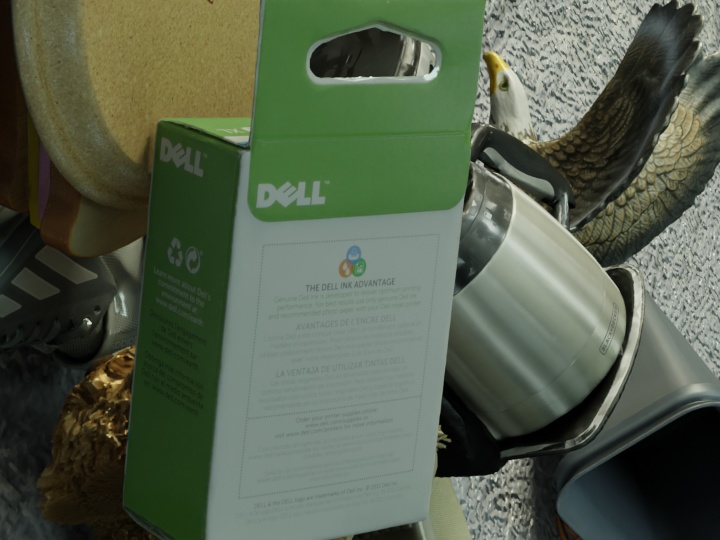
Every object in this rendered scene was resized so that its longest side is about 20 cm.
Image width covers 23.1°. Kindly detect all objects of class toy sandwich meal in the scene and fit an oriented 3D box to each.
[{"bbox_3d":[-0.084,-0.111,0.643,0.205,0.070,0.207,-43,140,-52],"label":"toy sandwich meal"}]

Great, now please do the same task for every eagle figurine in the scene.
[{"bbox_3d":[0.108,-0.052,0.931,0.152,0.198,0.152,-84,153,-54],"label":"eagle figurine"}]

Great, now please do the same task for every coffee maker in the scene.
[{"bbox_3d":[0.000,0.000,0.798,0.200,0.191,0.135,45,28,-31],"label":"coffee maker"}]

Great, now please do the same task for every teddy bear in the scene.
[{"bbox_3d":[-0.050,0.076,0.741,0.199,0.145,0.067,8,51,-35],"label":"teddy bear"}]

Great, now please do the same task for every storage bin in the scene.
[{"bbox_3d":[0.185,0.113,1.117,0.200,0.145,0.135,45,19,-40],"label":"storage bin"}]

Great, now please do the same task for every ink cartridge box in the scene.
[{"bbox_3d":[-0.020,-0.004,0.634,0.103,0.059,0.202,-5,107,-38],"label":"ink cartridge box"}]

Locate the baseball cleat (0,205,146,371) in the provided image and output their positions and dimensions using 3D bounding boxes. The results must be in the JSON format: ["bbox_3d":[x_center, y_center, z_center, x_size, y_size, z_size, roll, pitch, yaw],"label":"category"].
[{"bbox_3d":[-0.133,0.015,0.701,0.107,0.069,0.200,63,37,-22],"label":"baseball cleat"}]

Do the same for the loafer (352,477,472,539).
[{"bbox_3d":[0.038,0.175,0.908,0.068,0.075,0.202,-8,87,-51],"label":"loafer"}]
